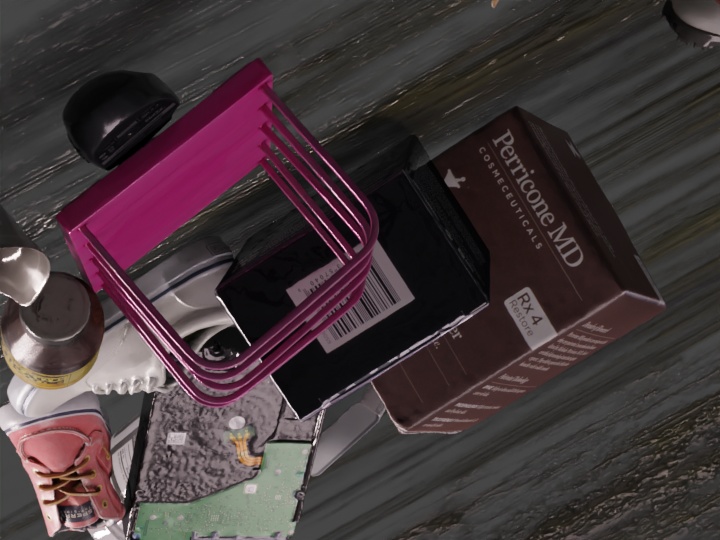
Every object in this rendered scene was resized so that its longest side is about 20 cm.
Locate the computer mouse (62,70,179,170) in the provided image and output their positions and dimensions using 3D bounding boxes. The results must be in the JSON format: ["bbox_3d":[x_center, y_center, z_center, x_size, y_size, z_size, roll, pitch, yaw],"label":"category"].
[{"bbox_3d":[-0.125,-0.078,1.245,0.059,0.034,0.200,-40,173,-2],"label":"computer mouse"}]

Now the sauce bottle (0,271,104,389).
[{"bbox_3d":[-0.188,0.033,1.387,0.066,0.066,0.200,-27,175,-10],"label":"sauce bottle"}]

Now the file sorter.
[{"bbox_3d":[-0.074,-0.008,1.307,0.139,0.125,0.200,-39,174,-8],"label":"file sorter"}]

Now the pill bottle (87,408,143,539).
[{"bbox_3d":[-0.143,0.157,1.907,0.116,0.116,0.200,-15,161,-49],"label":"pill bottle"}]

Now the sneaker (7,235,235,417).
[{"bbox_3d":[-0.159,0.056,1.578,0.200,0.071,0.073,-35,166,22],"label":"sneaker"}]

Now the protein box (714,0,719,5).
[{"bbox_3d":[0.216,-0.242,1.007,0.199,0.135,0.200,-43,170,-14],"label":"protein box"}]

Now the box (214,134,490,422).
[{"bbox_3d":[0.000,0.000,1.513,0.148,0.104,0.200,-32,-174,9],"label":"box"}]

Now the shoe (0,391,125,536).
[{"bbox_3d":[-0.219,0.147,1.723,0.071,0.091,0.200,-14,169,1],"label":"shoe"}]

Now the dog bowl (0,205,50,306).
[{"bbox_3d":[-0.267,0.018,1.221,0.200,0.059,0.200,-29,168,-7],"label":"dog bowl"}]

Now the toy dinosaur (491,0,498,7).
[{"bbox_3d":[0.100,-0.205,1.218,0.106,0.061,0.200,-8,166,13],"label":"toy dinosaur"}]

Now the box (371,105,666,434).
[{"bbox_3d":[0.094,0.005,1.725,0.200,0.166,0.164,-33,166,14],"label":"box"}]

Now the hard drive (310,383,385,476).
[{"bbox_3d":[0.021,0.068,1.903,0.132,0.027,0.200,-46,-170,53],"label":"hard drive"}]

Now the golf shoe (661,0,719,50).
[{"bbox_3d":[0.289,-0.222,1.533,0.200,0.078,0.095,-29,150,-11],"label":"golf shoe"}]

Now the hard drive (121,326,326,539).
[{"bbox_3d":[-0.103,0.129,1.765,0.139,0.038,0.200,2,126,-15],"label":"hard drive"}]
